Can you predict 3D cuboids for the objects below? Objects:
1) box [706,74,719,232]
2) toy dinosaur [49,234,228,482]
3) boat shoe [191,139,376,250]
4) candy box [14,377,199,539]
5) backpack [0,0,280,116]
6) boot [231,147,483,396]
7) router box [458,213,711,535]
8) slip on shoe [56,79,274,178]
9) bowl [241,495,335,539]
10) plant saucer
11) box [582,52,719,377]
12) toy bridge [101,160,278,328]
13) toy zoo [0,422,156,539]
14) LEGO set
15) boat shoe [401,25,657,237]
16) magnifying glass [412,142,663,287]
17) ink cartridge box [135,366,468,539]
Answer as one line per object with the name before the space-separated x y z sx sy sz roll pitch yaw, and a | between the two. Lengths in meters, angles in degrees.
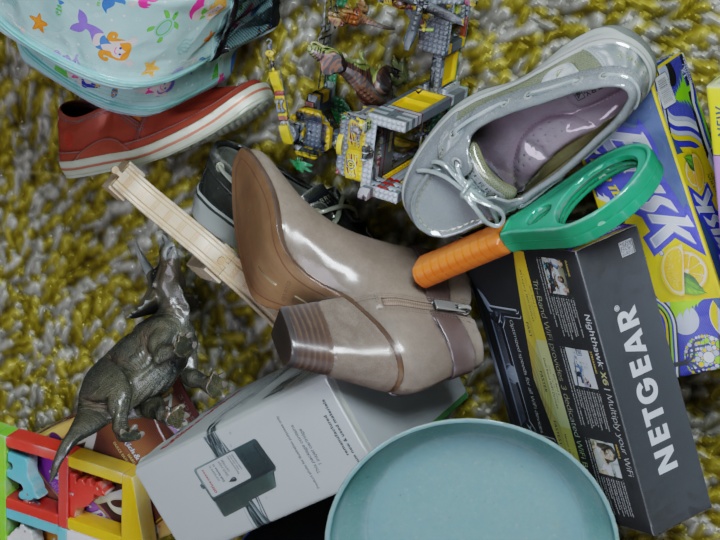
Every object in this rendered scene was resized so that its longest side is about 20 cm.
box | 0.327 -0.043 1.365 0.199 0.097 0.177 2 110 30
toy dinosaur | -0.166 0.080 1.671 0.102 0.077 0.201 28 84 53
boat shoe | -0.036 -0.027 1.596 0.199 0.071 0.064 30 122 19
candy box | -0.204 0.167 1.777 0.199 0.056 0.117 -26 93 33
backpack | -0.162 -0.198 1.526 0.177 0.200 0.151 31 121 16
boot | 0.000 0.000 1.528 0.070 0.145 0.201 120 141 -50
router box | 0.148 0.066 1.490 0.157 0.052 0.201 10 119 63
slip on shoe | -0.150 -0.114 1.632 0.199 0.074 0.062 -10 100 37
bowl | -0.038 0.224 1.617 0.200 0.201 0.039 -28 119 35
plant saucer | 0.076 0.183 1.498 0.198 0.036 0.201 2 113 5
box | 0.203 -0.035 1.459 0.070 0.064 0.201 -14 100 33
toy bridge | -0.106 -0.008 1.608 0.200 0.067 0.027 42 82 -15
toy zoo | -0.233 0.199 1.760 0.199 0.020 0.132 14 115 25
LEGO set | -0.002 -0.138 1.505 0.153 0.116 0.201 25 119 20
boat shoe | 0.101 -0.080 1.414 0.201 0.065 0.075 -32 108 30
magnifying glass | 0.111 -0.030 1.433 0.199 0.080 0.022 -26 113 41
ink cartridge box | -0.043 0.117 1.611 0.199 0.146 0.083 -26 95 35
